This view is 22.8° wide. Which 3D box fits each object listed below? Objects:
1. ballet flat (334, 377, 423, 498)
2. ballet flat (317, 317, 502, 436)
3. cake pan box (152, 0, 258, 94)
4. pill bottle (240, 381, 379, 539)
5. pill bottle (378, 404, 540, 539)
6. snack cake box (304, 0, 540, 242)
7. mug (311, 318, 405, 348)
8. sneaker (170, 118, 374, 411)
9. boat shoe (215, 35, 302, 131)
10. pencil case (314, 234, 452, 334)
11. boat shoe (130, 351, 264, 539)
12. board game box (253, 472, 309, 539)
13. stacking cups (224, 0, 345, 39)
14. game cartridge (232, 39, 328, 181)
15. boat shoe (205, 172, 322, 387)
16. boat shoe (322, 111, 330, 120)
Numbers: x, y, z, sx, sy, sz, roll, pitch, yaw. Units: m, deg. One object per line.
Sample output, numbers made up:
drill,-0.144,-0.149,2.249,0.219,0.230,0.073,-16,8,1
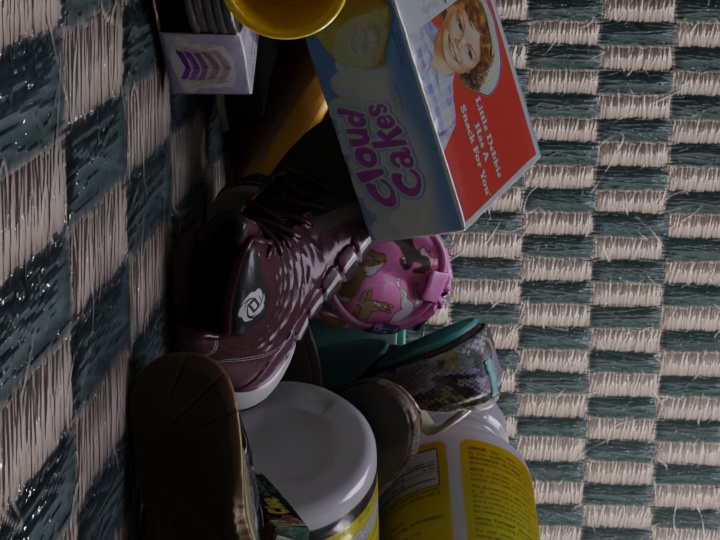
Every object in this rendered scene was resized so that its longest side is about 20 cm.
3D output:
ballet flat,0.001,0.122,1.152,0.046,0.067,0.200,-31,160,-32
ballet flat,0.021,0.079,1.163,0.200,0.072,0.072,-14,-109,53
cake pan box,-0.079,-0.218,0.936,0.184,0.052,0.200,83,9,-53
pill bottle,-0.044,0.176,1.110,0.114,0.114,0.200,-85,174,-48
pill bottle,0.064,0.179,1.198,0.200,0.112,0.112,-92,180,-47
snack cake box,0.030,-0.131,1.048,0.115,0.067,0.200,-43,120,-52
mug,-0.027,0.065,1.338,0.185,0.114,0.152,55,37,-83
sneaker,-0.048,-0.024,1.024,0.116,0.076,0.200,68,42,-60
boat shoe,-0.061,-0.173,1.152,0.074,0.063,0.201,89,6,-52
pencil case,0.000,0.000,1.185,0.200,0.083,0.087,-177,-113,-79
boat shoe,-0.077,0.140,0.904,0.065,0.073,0.200,-11,102,-81
board game box,-0.067,0.218,0.963,0.105,0.023,0.200,-154,-107,-68
stacking cups,-0.031,-0.190,0.891,0.200,0.060,0.061,-86,176,-53
game cartridge,-0.027,-0.162,1.221,0.200,0.032,0.176,-53,-160,38
boat shoe,-0.060,0.032,1.160,0.063,0.073,0.200,-72,159,-66
boat shoe,-0.008,-0.110,1.262,0.200,0.076,0.060,-98,-155,-59
